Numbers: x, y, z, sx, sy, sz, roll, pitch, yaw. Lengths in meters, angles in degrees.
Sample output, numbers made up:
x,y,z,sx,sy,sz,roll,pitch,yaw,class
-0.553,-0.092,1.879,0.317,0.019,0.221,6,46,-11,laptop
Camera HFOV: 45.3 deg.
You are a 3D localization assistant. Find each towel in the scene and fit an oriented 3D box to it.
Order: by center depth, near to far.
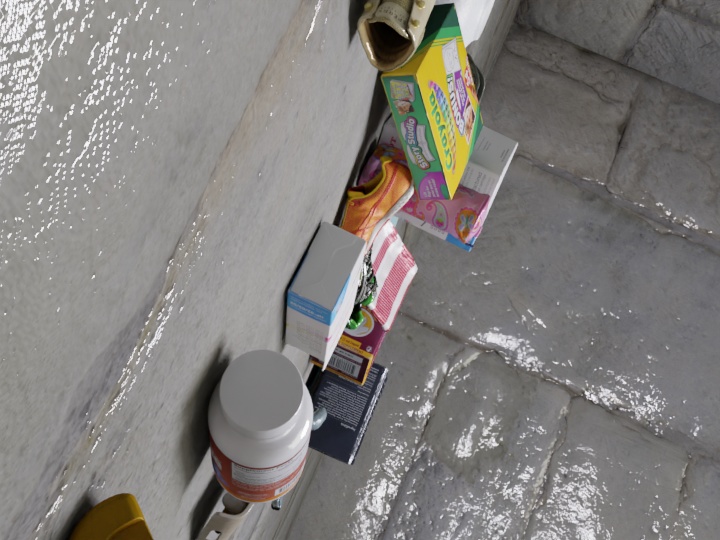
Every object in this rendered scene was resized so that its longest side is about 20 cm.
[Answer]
x,y,z,sx,sy,sz,roll,pitch,yaw,class
0.035,-0.008,1.494,0.201,0.022,0.146,57,50,-43,towel
-0.068,0.190,1.813,0.147,0.021,0.203,99,14,-67,towel

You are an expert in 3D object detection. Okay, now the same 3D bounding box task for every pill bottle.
x,y,z,sx,sy,sz,roll,pitch,yaw,class
-0.107,0.166,0.922,0.201,0.110,0.113,103,12,-58,pill bottle

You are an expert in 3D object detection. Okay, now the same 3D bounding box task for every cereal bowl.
x,y,z,sx,sy,sz,roll,pitch,yaw,class
0.158,-0.412,1.309,0.200,0.082,0.204,23,89,-85,cereal bowl

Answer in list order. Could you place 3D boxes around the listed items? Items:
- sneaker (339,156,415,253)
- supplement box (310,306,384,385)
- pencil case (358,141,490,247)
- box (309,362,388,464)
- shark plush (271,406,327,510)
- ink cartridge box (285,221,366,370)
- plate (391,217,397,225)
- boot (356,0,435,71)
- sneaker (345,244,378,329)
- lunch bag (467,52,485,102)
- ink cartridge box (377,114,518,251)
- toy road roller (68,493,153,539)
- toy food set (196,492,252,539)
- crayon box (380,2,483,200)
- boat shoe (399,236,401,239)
x,y,z,sx,sy,sz,roll,pitch,yaw,class
-0.002,-0.077,1.237,0.201,0.076,0.073,-54,-163,15,sneaker
-0.003,0.096,1.608,0.086,0.108,0.202,107,8,-47,supplement box
0.096,-0.114,1.283,0.089,0.197,0.088,-61,174,-12,pencil case
-0.033,0.278,1.747,0.200,0.122,0.200,86,25,-77,box
-0.121,0.256,1.297,0.084,0.089,0.203,76,29,-53,shark plush
-0.051,0.041,1.174,0.201,0.067,0.116,101,13,-61,ink cartridge box
0.040,-0.058,1.835,0.200,0.025,0.204,23,89,-84,plate
0.053,-0.299,0.816,0.201,0.072,0.158,112,0,-67,boot
0.000,0.000,1.350,0.078,0.084,0.203,-35,149,-56,sneaker
0.148,-0.286,1.542,0.201,0.115,0.166,-69,178,-53,lunch bag
0.126,-0.160,1.386,0.145,0.197,0.149,-54,167,-54,ink cartridge box
-0.191,0.259,0.621,0.197,0.147,0.124,-23,154,-22,toy road roller
-0.161,0.275,1.167,0.144,0.060,0.201,-57,-177,47,toy food set
0.105,-0.230,1.188,0.174,0.057,0.202,-64,145,-40,crayon box
0.013,-0.019,1.576,0.200,0.073,0.066,-40,158,-55,boat shoe
